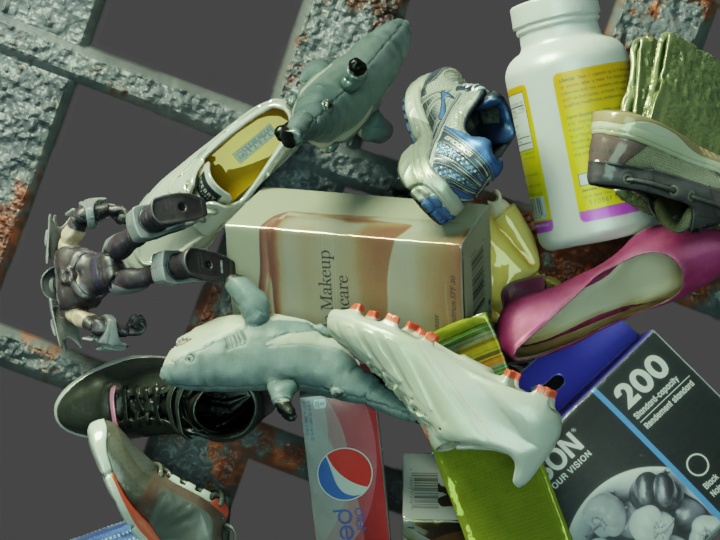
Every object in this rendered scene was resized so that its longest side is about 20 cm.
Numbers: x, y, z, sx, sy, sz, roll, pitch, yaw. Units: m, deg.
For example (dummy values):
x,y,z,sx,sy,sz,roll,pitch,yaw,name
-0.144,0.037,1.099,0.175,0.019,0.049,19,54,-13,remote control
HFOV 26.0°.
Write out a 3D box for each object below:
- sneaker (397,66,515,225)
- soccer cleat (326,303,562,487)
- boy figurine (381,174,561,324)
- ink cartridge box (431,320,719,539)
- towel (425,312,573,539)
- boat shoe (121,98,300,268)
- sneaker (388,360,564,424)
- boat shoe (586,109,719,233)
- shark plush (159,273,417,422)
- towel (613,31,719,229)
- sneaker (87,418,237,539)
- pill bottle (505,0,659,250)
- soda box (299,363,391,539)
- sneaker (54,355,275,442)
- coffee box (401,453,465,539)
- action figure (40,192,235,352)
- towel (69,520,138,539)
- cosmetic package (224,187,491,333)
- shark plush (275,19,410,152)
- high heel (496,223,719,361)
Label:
x,y,z,sx,sy,sz,roll,pitch,yaw,name
0.086,-0.112,1.240,0.085,0.201,0.077,-32,117,22,sneaker
0.052,0.088,1.146,0.199,0.069,0.078,25,90,22,soccer cleat
0.097,-0.001,1.304,0.200,0.064,0.125,40,90,4,boy figurine
0.191,0.145,1.210,0.198,0.043,0.200,-41,72,-13,ink cartridge box
0.093,0.138,1.172,0.086,0.018,0.201,-26,78,29,towel
-0.126,-0.067,1.301,0.200,0.070,0.071,-41,90,2,boat shoe
0.104,0.102,1.282,0.198,0.109,0.071,14,92,0,sneaker
0.245,-0.060,1.178,0.199,0.072,0.065,22,87,-33,boat shoe
-0.051,0.089,1.212,0.199,0.091,0.084,25,48,5,shark plush
0.287,-0.094,1.265,0.199,0.036,0.150,22,74,-27,towel
-0.151,0.195,1.290,0.082,0.077,0.201,-34,105,-8,sneaker
0.178,-0.123,1.280,0.103,0.104,0.202,-12,91,1,pill bottle
-0.009,0.183,1.283,0.063,0.070,0.202,-6,106,0,soda box
-0.164,0.108,1.291,0.198,0.099,0.071,-6,93,2,sneaker
0.132,0.216,1.276,0.198,0.080,0.114,1,127,1,coffee box
-0.197,-0.002,1.272,0.199,0.069,0.131,-16,87,41,action figure
-0.161,0.306,1.337,0.144,0.024,0.202,-19,89,3,towel
0.000,0.000,1.252,0.198,0.087,0.104,4,115,20,cosmetic package
-0.023,-0.148,1.244,0.091,0.200,0.083,49,124,10,shark plush
0.202,0.021,1.208,0.198,0.096,0.068,-10,117,8,high heel
